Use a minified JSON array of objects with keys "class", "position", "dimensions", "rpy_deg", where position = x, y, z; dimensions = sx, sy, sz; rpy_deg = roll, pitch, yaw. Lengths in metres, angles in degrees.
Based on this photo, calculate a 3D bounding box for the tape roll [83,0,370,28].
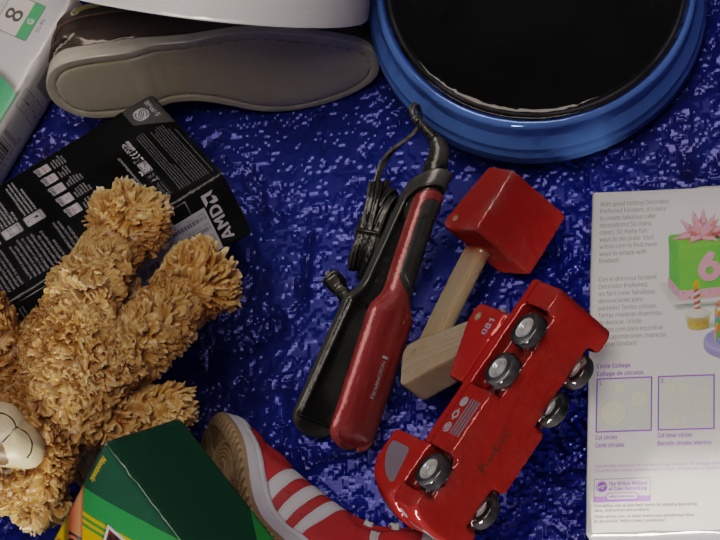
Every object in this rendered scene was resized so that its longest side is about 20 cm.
[{"class":"tape roll","position":[-0.085,-0.224,1.508],"dimensions":[0.202,0.203,0.140],"rpy_deg":[10,103,18]}]

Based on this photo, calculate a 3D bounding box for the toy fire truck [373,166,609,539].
[{"class":"toy fire truck","position":[0.063,0.046,1.431],"dimensions":[0.200,0.049,0.141],"rpy_deg":[-56,30,-7]}]

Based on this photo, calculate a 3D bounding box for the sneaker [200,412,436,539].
[{"class":"sneaker","position":[-0.017,0.147,1.441],"dimensions":[0.200,0.112,0.072],"rpy_deg":[55,133,54]}]

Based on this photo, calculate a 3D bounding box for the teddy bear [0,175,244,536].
[{"class":"teddy bear","position":[-0.151,0.046,1.418],"dimensions":[0.200,0.067,0.145],"rpy_deg":[-35,103,-9]}]

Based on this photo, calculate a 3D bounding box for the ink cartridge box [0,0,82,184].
[{"class":"ink cartridge box","position":[-0.289,-0.131,1.635],"dimensions":[0.199,0.050,0.161],"rpy_deg":[24,77,20]}]

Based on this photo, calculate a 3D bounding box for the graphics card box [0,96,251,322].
[{"class":"graphics card box","position":[-0.175,-0.013,1.506],"dimensions":[0.200,0.051,0.125],"rpy_deg":[-33,34,-9]}]

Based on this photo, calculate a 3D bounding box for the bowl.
[{"class":"bowl","position":[0.103,-0.161,1.528],"dimensions":[0.200,0.039,0.202],"rpy_deg":[-2,66,4]}]

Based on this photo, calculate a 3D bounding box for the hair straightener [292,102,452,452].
[{"class":"hair straightener","position":[0.000,0.000,1.491],"dimensions":[0.077,0.041,0.201],"rpy_deg":[12,87,48]}]

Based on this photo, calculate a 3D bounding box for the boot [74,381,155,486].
[{"class":"boot","position":[-0.187,0.109,1.493],"dimensions":[0.155,0.073,0.201],"rpy_deg":[-21,61,2]}]

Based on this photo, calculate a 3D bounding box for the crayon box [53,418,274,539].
[{"class":"crayon box","position":[-0.101,0.209,1.373],"dimensions":[0.058,0.200,0.173],"rpy_deg":[-16,58,-42]}]

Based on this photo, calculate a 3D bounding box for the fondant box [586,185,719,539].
[{"class":"fondant box","position":[0.199,0.055,1.424],"dimensions":[0.144,0.058,0.201],"rpy_deg":[-2,69,14]}]

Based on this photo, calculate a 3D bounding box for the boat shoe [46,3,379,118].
[{"class":"boat shoe","position":[-0.088,-0.135,1.569],"dimensions":[0.199,0.072,0.060],"rpy_deg":[-4,50,4]}]
